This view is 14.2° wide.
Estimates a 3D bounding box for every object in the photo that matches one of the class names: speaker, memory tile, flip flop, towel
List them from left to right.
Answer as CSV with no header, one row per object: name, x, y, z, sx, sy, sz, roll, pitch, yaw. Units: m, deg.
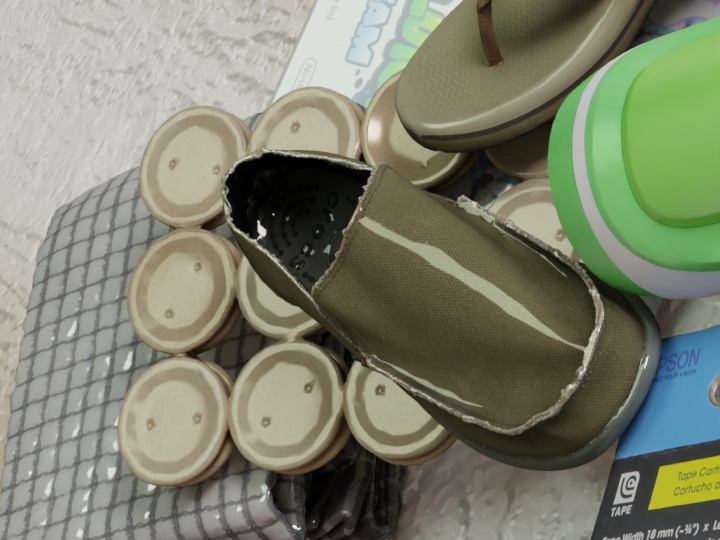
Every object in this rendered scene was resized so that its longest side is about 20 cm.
towel,-0.055,0.041,1.174,0.165,0.086,0.201,-19,52,35
memory tile,0.000,0.000,1.065,0.199,0.017,0.154,-7,71,29
flip flop,0.083,-0.123,1.012,0.200,0.058,0.081,-42,36,14
speaker,0.153,-0.047,0.875,0.200,0.088,0.089,-16,50,45

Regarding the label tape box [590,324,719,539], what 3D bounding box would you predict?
label tape box,0.123,0.113,0.867,0.144,0.063,0.200,-17,49,57

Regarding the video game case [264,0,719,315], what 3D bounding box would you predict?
video game case,0.064,-0.090,1.077,0.182,0.024,0.200,25,91,32

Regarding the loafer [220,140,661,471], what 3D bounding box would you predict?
loafer,0.018,0.008,0.980,0.200,0.070,0.075,24,87,46
